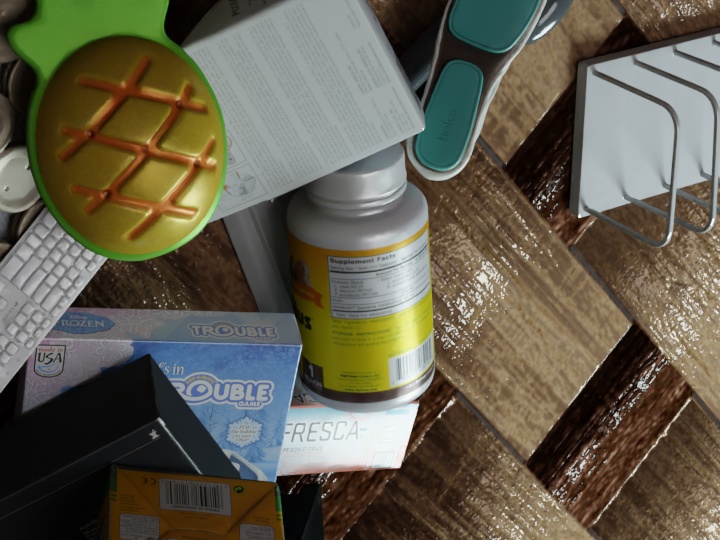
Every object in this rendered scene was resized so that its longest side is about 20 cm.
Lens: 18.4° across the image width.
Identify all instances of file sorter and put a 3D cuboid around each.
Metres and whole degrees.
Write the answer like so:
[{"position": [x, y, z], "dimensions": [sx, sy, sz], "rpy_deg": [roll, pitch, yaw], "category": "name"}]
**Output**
[{"position": [0.295, -0.114, 1.899], "dimensions": [0.199, 0.124, 0.140], "rpy_deg": [-16, 120, -31], "category": "file sorter"}]

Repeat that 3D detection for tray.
[{"position": [-0.044, -0.021, 1.746], "dimensions": [0.107, 0.022, 0.201], "rpy_deg": [-36, 129, -21], "category": "tray"}]

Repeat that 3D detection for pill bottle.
[{"position": [0.000, 0.000, 1.702], "dimensions": [0.109, 0.109, 0.201], "rpy_deg": [-20, 122, -29], "category": "pill bottle"}]

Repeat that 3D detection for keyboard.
[{"position": [-0.211, -0.009, 1.538], "dimensions": [0.056, 0.011, 0.200], "rpy_deg": [41, 82, -21], "category": "keyboard"}]

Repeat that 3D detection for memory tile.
[{"position": [-0.246, -0.082, 1.505], "dimensions": [0.153, 0.017, 0.201], "rpy_deg": [-41, 131, -17], "category": "memory tile"}]

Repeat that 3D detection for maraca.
[{"position": [-0.161, -0.105, 1.484], "dimensions": [0.136, 0.107, 0.201], "rpy_deg": [-21, 103, -20], "category": "maraca"}]

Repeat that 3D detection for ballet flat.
[{"position": [0.086, -0.162, 1.694], "dimensions": [0.069, 0.069, 0.201], "rpy_deg": [27, 84, -43], "category": "ballet flat"}]

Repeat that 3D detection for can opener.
[{"position": [0.089, -0.178, 1.744], "dimensions": [0.200, 0.067, 0.053], "rpy_deg": [-46, 131, -12], "category": "can opener"}]

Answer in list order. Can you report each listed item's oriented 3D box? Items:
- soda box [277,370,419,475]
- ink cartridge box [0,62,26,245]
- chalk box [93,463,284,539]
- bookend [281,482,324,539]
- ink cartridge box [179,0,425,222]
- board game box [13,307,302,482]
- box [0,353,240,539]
[{"position": [-0.053, 0.120, 1.775], "dimensions": [0.199, 0.068, 0.064], "rpy_deg": [1, 113, -39], "category": "soda box"}, {"position": [-0.232, -0.077, 1.558], "dimensions": [0.199, 0.041, 0.201], "rpy_deg": [-36, 130, -21], "category": "ink cartridge box"}, {"position": [-0.130, 0.253, 1.534], "dimensions": [0.124, 0.124, 0.201], "rpy_deg": [7, 124, -11], "category": "chalk box"}, {"position": [-0.142, 0.253, 1.738], "dimensions": [0.198, 0.199, 0.093], "rpy_deg": [2, 118, 9], "category": "bookend"}, {"position": [-0.073, -0.127, 1.585], "dimensions": [0.199, 0.047, 0.160], "rpy_deg": [-23, 134, 9], "category": "ink cartridge box"}, {"position": [-0.156, 0.120, 1.638], "dimensions": [0.198, 0.043, 0.200], "rpy_deg": [2, 124, -14], "category": "board game box"}, {"position": [-0.199, 0.169, 1.586], "dimensions": [0.199, 0.079, 0.141], "rpy_deg": [-27, 130, 8], "category": "box"}]
